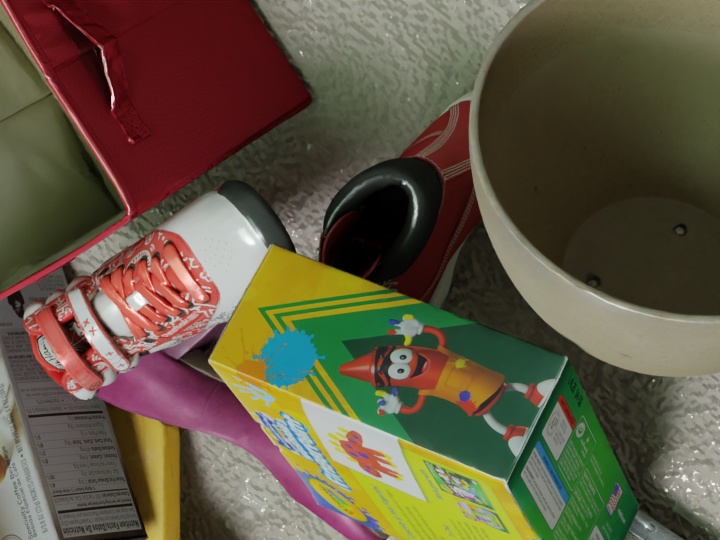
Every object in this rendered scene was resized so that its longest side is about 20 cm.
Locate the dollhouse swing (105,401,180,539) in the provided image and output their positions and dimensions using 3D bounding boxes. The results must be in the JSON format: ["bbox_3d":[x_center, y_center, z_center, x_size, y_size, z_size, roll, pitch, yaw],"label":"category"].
[{"bbox_3d":[-0.140,0.199,1.642,0.200,0.176,0.182,-14,146,37],"label":"dollhouse swing"}]

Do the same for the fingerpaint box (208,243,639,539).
[{"bbox_3d":[0.037,0.081,1.314,0.167,0.073,0.200,20,162,25],"label":"fingerpaint box"}]

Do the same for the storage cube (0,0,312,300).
[{"bbox_3d":[-0.167,-0.100,1.418,0.200,0.180,0.171,-28,95,39],"label":"storage cube"}]

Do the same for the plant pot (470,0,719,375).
[{"bbox_3d":[0.149,-0.029,1.245,0.200,0.200,0.135,32,153,17],"label":"plant pot"}]

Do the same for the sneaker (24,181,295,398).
[{"bbox_3d":[-0.111,0.018,1.390,0.067,0.108,0.201,58,156,-5],"label":"sneaker"}]

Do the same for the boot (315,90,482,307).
[{"bbox_3d":[0.000,0.000,1.378,0.072,0.144,0.200,42,129,9],"label":"boot"}]

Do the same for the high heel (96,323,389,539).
[{"bbox_3d":[-0.069,0.101,1.515,0.096,0.067,0.200,-46,69,18],"label":"high heel"}]

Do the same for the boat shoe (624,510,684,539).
[{"bbox_3d":[0.137,0.152,1.422,0.202,0.065,0.075,35,141,21],"label":"boat shoe"}]

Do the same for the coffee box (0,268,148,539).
[{"bbox_3d":[-0.218,0.087,1.560,0.114,0.080,0.200,-28,74,33],"label":"coffee box"}]
